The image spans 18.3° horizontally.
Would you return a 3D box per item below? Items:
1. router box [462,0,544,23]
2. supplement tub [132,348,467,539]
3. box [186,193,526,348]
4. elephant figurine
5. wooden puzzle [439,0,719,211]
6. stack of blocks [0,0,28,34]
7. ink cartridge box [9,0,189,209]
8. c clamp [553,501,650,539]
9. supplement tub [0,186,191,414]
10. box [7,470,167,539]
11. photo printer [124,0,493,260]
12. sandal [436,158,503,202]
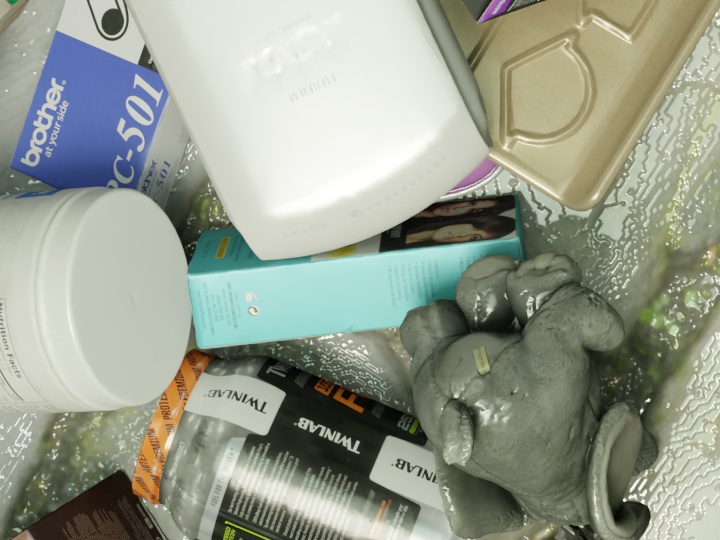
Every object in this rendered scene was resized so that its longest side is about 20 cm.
[{"bbox_3d":[0.081,-0.249,1.269,0.149,0.051,0.201,-22,72,-30],"label":"router box"},{"bbox_3d":[-0.029,0.128,1.352,0.199,0.123,0.123,22,98,4],"label":"supplement tub"},{"bbox_3d":[0.000,0.000,1.346,0.199,0.082,0.049,-7,110,6],"label":"box"},{"bbox_3d":[0.111,0.100,1.267,0.155,0.141,0.201,-33,123,-12],"label":"elephant figurine"},{"bbox_3d":[0.100,-0.159,1.335,0.199,0.046,0.186,32,88,9],"label":"wooden puzzle"},{"bbox_3d":[-0.280,-0.122,1.335,0.115,0.059,0.200,42,60,-5],"label":"stack of blocks"},{"bbox_3d":[-0.136,-0.139,1.367,0.094,0.044,0.201,23,99,24],"label":"ink cartridge box"},{"bbox_3d":[0.085,0.197,1.343,0.200,0.171,0.027,-37,93,-5],"label":"c clamp"},{"bbox_3d":[-0.216,0.021,1.335,0.199,0.132,0.133,-5,95,29],"label":"supplement tub"},{"bbox_3d":[-0.190,0.189,1.340,0.100,0.200,0.075,-32,90,10],"label":"box"},{"bbox_3d":[-0.027,-0.114,1.286,0.166,0.069,0.201,-24,93,11],"label":"photo printer"},{"bbox_3d":[-0.007,-0.085,1.363,0.201,0.050,0.083,9,97,7],"label":"sandal"}]
